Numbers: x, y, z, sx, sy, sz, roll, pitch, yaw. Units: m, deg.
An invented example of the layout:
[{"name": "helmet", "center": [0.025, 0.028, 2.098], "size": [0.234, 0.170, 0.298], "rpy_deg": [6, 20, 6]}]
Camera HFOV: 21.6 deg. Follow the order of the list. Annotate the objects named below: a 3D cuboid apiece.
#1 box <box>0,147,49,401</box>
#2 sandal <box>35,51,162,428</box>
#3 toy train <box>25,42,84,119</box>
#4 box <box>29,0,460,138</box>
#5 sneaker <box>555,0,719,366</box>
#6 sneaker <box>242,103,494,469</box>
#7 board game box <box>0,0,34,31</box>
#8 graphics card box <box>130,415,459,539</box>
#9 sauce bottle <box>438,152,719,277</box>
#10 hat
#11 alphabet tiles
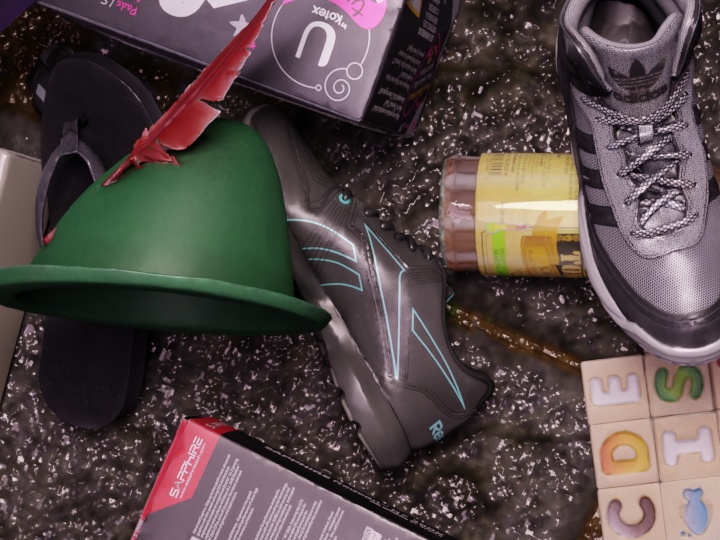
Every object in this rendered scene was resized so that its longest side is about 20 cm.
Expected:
[{"name": "box", "center": [-0.239, 0.026, 1.025], "size": [0.094, 0.078, 0.202], "rpy_deg": [13, 89, 12]}, {"name": "sandal", "center": [-0.141, -0.014, 1.002], "size": [0.075, 0.043, 0.202], "rpy_deg": [5, 99, 23]}, {"name": "toy train", "center": [-0.114, -0.041, 1.026], "size": [0.046, 0.034, 0.200], "rpy_deg": [-44, 79, 9]}, {"name": "box", "center": [-0.057, -0.154, 0.972], "size": [0.199, 0.132, 0.116], "rpy_deg": [22, 94, 12]}, {"name": "sneaker", "center": [0.131, -0.061, 0.877], "size": [0.075, 0.114, 0.202], "rpy_deg": [-13, 69, 4]}, {"name": "sneaker", "center": [0.000, 0.000, 0.990], "size": [0.079, 0.075, 0.201], "rpy_deg": [-25, 91, -1]}, {"name": "board game box", "center": [-0.169, -0.180, 0.847], "size": [0.200, 0.165, 0.057], "rpy_deg": [-40, 76, 14]}, {"name": "graphics card box", "center": [-0.025, 0.173, 0.987], "size": [0.199, 0.051, 0.126], "rpy_deg": [24, 91, 13]}, {"name": "sauce bottle", "center": [0.140, -0.028, 0.958], "size": [0.198, 0.065, 0.065], "rpy_deg": [1, 87, 13]}, {"name": "hat", "center": [-0.081, -0.066, 0.918], "size": [0.198, 0.165, 0.178], "rpy_deg": [0, 80, 27]}, {"name": "alphabet tiles", "center": [0.203, 0.103, 0.967], "size": [0.166, 0.008, 0.202], "rpy_deg": [-8, 86, 11]}]
